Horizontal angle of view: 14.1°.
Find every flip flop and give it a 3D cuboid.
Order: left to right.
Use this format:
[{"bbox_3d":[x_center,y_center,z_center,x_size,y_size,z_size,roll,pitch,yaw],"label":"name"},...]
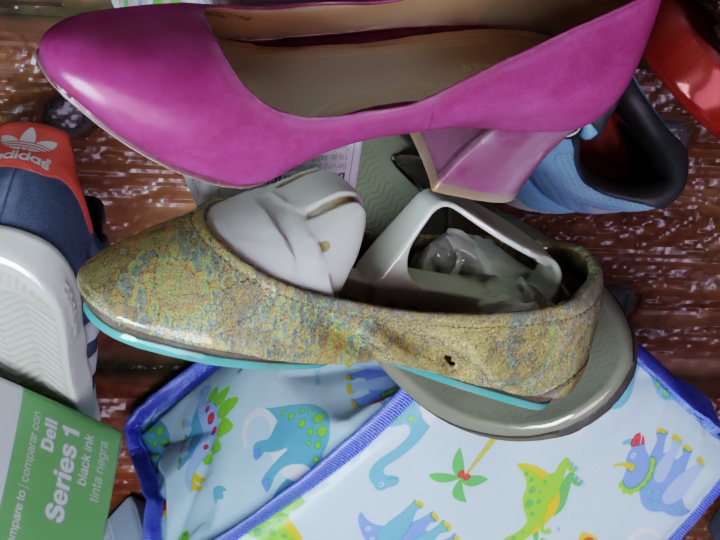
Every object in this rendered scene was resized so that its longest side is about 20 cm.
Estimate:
[{"bbox_3d":[0.016,-0.015,1.073,0.081,0.200,0.058,-43,168,-2],"label":"flip flop"}]

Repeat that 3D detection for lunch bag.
[{"bbox_3d":[0.031,0.081,1.182,0.200,0.128,0.170,-35,129,21],"label":"lunch bag"}]

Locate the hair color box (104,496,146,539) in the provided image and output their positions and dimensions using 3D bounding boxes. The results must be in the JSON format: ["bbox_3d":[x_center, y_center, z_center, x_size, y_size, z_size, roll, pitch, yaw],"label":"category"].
[{"bbox_3d":[-0.120,0.200,1.265,0.099,0.061,0.200,30,113,-34],"label":"hair color box"}]

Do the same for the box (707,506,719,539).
[{"bbox_3d":[0.250,0.136,1.246,0.114,0.200,0.132,13,121,-24],"label":"box"}]

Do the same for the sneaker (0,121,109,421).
[{"bbox_3d":[-0.128,0.017,1.124,0.075,0.085,0.200,13,148,-2],"label":"sneaker"}]

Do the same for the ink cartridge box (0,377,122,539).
[{"bbox_3d":[-0.213,0.078,1.082,0.200,0.085,0.146,27,145,-27],"label":"ink cartridge box"}]

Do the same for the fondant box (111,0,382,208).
[{"bbox_3d":[-0.036,-0.139,0.981,0.058,0.144,0.201,-3,127,-18],"label":"fondant box"}]

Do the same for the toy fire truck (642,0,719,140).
[{"bbox_3d":[0.203,-0.054,1.107,0.112,0.168,0.200,-40,127,14],"label":"toy fire truck"}]

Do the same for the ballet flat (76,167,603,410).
[{"bbox_3d":[0.000,0.000,0.973,0.199,0.071,0.071,11,122,-34],"label":"ballet flat"}]

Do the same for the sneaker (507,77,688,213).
[{"bbox_3d":[0.060,-0.087,1.075,0.200,0.090,0.079,41,74,-42],"label":"sneaker"}]

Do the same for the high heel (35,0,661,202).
[{"bbox_3d":[-0.001,-0.075,0.903,0.199,0.068,0.096,4,136,-40],"label":"high heel"}]
